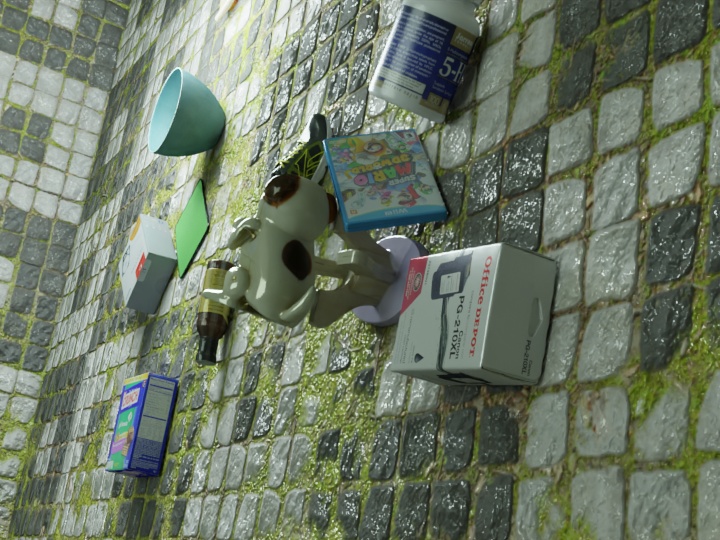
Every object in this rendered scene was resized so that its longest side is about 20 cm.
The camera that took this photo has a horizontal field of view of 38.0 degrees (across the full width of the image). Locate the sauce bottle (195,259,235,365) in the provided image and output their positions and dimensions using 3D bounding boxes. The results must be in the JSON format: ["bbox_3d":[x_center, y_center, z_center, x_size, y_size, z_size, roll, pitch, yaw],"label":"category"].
[{"bbox_3d":[-0.285,0.083,2.031,0.064,0.064,0.204,-21,56,57],"label":"sauce bottle"}]

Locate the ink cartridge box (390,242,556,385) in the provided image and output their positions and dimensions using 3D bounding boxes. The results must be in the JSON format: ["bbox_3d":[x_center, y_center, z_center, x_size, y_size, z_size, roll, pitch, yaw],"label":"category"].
[{"bbox_3d":[0.129,0.055,1.227,0.199,0.083,0.147,-11,65,61],"label":"ink cartridge box"}]

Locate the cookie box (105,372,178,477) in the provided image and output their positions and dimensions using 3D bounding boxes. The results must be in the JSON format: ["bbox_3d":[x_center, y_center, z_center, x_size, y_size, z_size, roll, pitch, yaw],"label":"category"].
[{"bbox_3d":[-0.464,0.329,2.217,0.170,0.074,0.204,-21,55,58],"label":"cookie box"}]

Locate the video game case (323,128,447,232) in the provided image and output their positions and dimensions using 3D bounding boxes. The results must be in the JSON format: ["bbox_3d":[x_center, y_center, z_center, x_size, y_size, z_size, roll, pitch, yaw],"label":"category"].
[{"bbox_3d":[0.031,-0.131,1.477,0.202,0.140,0.018,-105,11,-47],"label":"video game case"}]

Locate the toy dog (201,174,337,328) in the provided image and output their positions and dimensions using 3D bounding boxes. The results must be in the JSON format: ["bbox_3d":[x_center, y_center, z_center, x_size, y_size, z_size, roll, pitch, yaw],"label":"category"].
[{"bbox_3d":[-0.112,-0.034,1.435,0.193,0.138,0.203,6,78,64],"label":"toy dog"}]

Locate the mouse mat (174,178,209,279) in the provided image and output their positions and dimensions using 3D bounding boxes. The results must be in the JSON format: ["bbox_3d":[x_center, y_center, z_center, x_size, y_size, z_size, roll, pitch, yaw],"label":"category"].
[{"bbox_3d":[-0.389,-0.097,2.403,0.162,0.007,0.201,-57,30,29],"label":"mouse mat"}]

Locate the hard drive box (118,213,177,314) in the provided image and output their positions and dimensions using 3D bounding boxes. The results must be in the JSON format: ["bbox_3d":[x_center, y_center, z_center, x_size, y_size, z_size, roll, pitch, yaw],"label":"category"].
[{"bbox_3d":[-0.513,-0.017,2.518,0.158,0.076,0.201,-63,28,19],"label":"hard drive box"}]

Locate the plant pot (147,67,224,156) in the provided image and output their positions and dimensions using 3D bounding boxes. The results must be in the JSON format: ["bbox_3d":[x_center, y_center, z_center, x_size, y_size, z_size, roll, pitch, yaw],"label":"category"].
[{"bbox_3d":[-0.391,-0.347,2.413,0.200,0.133,0.203,-41,40,47],"label":"plant pot"}]

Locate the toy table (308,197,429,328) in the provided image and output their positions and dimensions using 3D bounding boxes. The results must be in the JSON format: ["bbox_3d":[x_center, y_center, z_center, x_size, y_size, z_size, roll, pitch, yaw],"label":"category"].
[{"bbox_3d":[0.000,0.000,1.475,0.199,0.116,0.187,-27,51,56],"label":"toy table"}]

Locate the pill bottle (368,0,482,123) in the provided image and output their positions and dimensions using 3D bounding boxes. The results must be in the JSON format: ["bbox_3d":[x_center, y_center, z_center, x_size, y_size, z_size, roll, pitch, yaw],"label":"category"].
[{"bbox_3d":[0.100,-0.322,1.470,0.203,0.118,0.120,-68,27,10],"label":"pill bottle"}]

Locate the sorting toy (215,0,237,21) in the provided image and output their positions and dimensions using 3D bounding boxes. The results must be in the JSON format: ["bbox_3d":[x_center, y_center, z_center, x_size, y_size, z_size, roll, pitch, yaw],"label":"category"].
[{"bbox_3d":[-0.296,-0.734,2.583,0.185,0.036,0.203,-39,37,48],"label":"sorting toy"}]

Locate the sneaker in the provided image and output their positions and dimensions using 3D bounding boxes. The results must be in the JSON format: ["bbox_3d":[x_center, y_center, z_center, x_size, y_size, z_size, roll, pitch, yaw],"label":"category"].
[{"bbox_3d":[-0.107,-0.182,1.823,0.074,0.084,0.204,2,76,61],"label":"sneaker"}]
